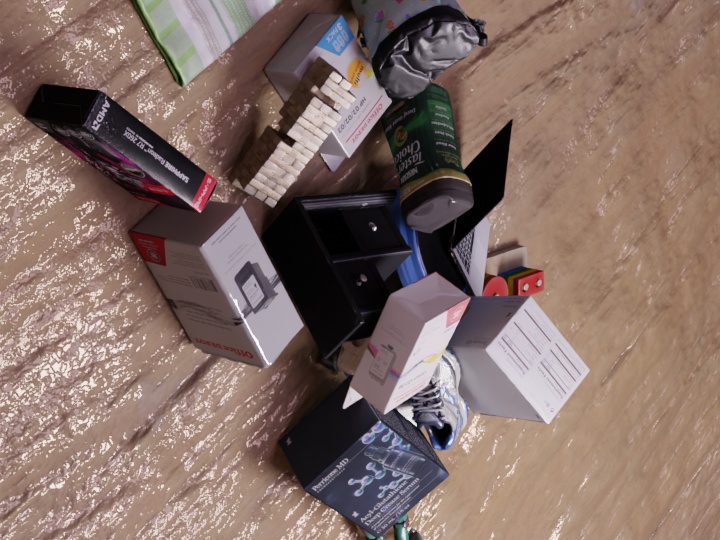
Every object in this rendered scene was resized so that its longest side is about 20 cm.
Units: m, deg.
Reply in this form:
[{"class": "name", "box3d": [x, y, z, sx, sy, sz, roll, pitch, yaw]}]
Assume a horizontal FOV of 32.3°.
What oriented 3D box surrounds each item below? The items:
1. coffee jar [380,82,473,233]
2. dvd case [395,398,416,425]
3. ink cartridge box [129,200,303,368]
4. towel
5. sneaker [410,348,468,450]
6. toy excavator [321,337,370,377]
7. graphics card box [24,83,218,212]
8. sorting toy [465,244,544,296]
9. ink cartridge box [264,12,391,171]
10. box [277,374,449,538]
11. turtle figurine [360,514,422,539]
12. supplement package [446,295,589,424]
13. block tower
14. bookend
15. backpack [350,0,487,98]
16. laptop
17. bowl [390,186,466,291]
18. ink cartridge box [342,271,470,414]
[{"class": "coffee jar", "box3d": [0.094, -0.159, 1.768, 0.085, 0.104, 0.201, 11, 57, -42]}, {"class": "dvd case", "box3d": [0.134, 0.160, 1.952, 0.199, 0.022, 0.147, -17, 109, -21]}, {"class": "ink cartridge box", "box3d": [-0.178, 0.014, 1.557, 0.083, 0.145, 0.201, -48, 129, -30]}, {"class": "towel", "box3d": [-0.186, -0.345, 1.547, 0.200, 0.031, 0.150, -49, 129, -27]}, {"class": "sneaker", "box3d": [0.109, 0.187, 1.819, 0.201, 0.077, 0.085, 65, 36, -36]}, {"class": "toy excavator", "box3d": [0.048, 0.085, 1.864, 0.200, 0.099, 0.196, 27, 79, -60]}, {"class": "graphics card box", "box3d": [-0.274, -0.140, 1.435, 0.200, 0.125, 0.051, 40, 71, -44]}, {"class": "sorting toy", "box3d": [0.227, 0.078, 2.051, 0.198, 0.069, 0.202, -17, 111, -43]}, {"class": "ink cartridge box", "box3d": [-0.033, -0.238, 1.704, 0.115, 0.068, 0.200, -53, 132, -22]}, {"class": "box", "box3d": [0.007, 0.272, 1.802, 0.148, 0.107, 0.200, -43, 133, 6]}, {"class": "turtle figurine", "box3d": [0.054, 0.450, 1.946, 0.149, 0.100, 0.201, -31, 115, -37]}, {"class": "supplement package", "box3d": [0.207, 0.129, 1.843, 0.156, 0.200, 0.111, 49, 68, -18]}, {"class": "block tower", "box3d": [-0.087, -0.175, 1.612, 0.054, 0.058, 0.200, 31, 103, -36]}, {"class": "bookend", "box3d": [0.000, 0.000, 1.699, 0.198, 0.092, 0.201, -7, 61, -44]}, {"class": "backpack", "box3d": [0.066, -0.354, 1.693, 0.166, 0.201, 0.127, -30, 139, 17]}, {"class": "laptop", "box3d": [0.205, -0.087, 1.902, 0.188, 0.115, 0.201, -76, 147, -44]}, {"class": "bowl", "box3d": [0.106, -0.036, 1.859, 0.200, 0.039, 0.202, 34, 50, -54]}, {"class": "ink cartridge box", "box3d": [0.059, 0.112, 1.667, 0.116, 0.067, 0.201, -25, 146, -50]}]
